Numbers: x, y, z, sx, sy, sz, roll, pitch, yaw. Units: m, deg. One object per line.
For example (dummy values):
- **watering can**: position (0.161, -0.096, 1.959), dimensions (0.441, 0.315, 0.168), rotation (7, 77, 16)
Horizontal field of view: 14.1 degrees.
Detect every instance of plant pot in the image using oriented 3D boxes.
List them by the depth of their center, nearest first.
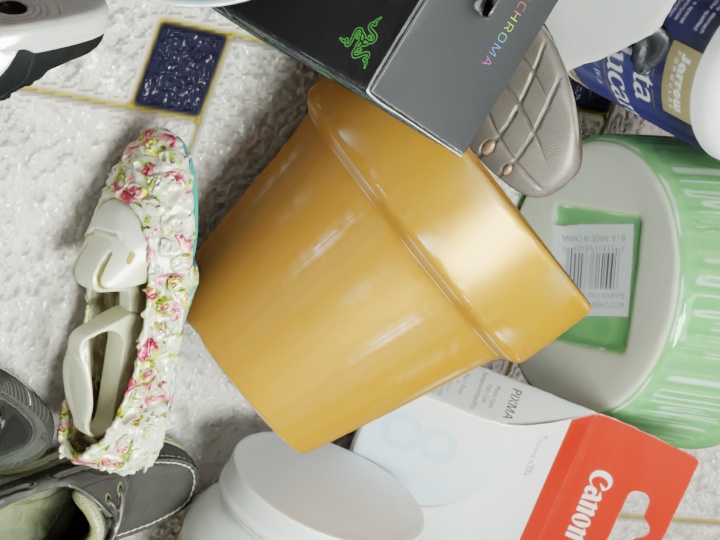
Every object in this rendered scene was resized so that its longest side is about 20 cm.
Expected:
- **plant pot**: position (0.000, 0.000, 1.652), dimensions (0.183, 0.200, 0.200), rotation (-39, 136, 4)

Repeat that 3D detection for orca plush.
- **orca plush**: position (0.130, -0.157, 1.722), dimensions (0.105, 0.071, 0.200), rotation (17, 145, -10)

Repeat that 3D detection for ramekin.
- **ramekin**: position (0.177, 0.008, 1.803), dimensions (0.097, 0.200, 0.201), rotation (6, 110, -35)

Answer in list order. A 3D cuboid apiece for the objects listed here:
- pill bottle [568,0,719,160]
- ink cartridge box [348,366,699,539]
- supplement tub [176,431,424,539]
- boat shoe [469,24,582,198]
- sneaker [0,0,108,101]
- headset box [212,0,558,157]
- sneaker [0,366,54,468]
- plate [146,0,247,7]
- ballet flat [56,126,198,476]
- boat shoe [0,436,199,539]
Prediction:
- **pill bottle**: position (0.216, -0.129, 1.748), dimensions (0.111, 0.200, 0.112), rotation (-21, 126, -32)
- **ink cartridge box**: position (0.088, 0.140, 1.772), dimensions (0.047, 0.199, 0.161), rotation (-63, 174, -45)
- **supplement tub**: position (-0.054, 0.213, 1.732), dimensions (0.145, 0.145, 0.201), rotation (3, 118, -43)
- **boat shoe**: position (0.075, -0.136, 1.641), dimensions (0.074, 0.201, 0.073), rotation (-28, 171, 22)
- **sneaker**: position (-0.224, -0.083, 1.478), dimensions (0.199, 0.073, 0.112), rotation (-13, 125, -27)
- **headset box**: position (0.021, -0.179, 1.542), dimensions (0.093, 0.200, 0.175), rotation (30, 93, -47)
- **sneaker**: position (-0.228, 0.078, 1.547), dimensions (0.200, 0.090, 0.067), rotation (28, 95, -47)
- **plate**: position (-0.084, -0.236, 1.486), dimensions (0.199, 0.026, 0.202), rotation (-1, 102, -6)
- **ballet flat**: position (-0.131, 0.022, 1.605), dimensions (0.064, 0.075, 0.201), rotation (-8, 110, -44)
- **boat shoe**: position (-0.168, 0.140, 1.655), dimensions (0.200, 0.066, 0.072), rotation (-5, 117, -40)
